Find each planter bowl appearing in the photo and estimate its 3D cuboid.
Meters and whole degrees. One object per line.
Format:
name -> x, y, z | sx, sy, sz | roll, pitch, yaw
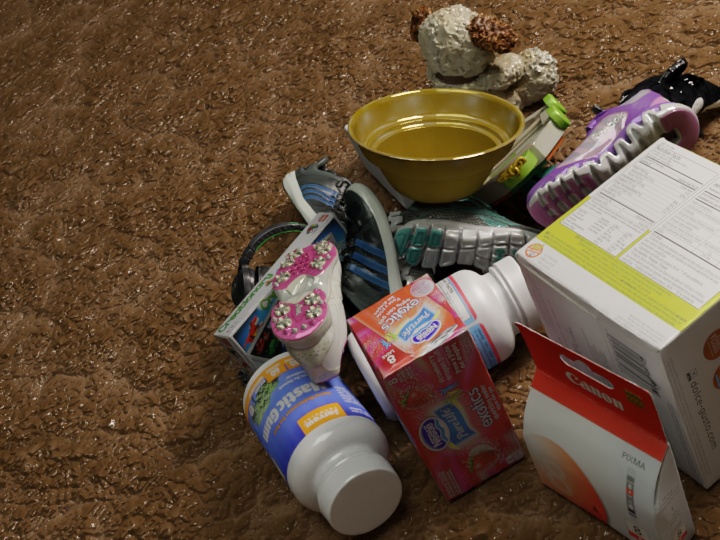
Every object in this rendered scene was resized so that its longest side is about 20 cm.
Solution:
planter bowl -> 0.087, -0.132, 1.383 | 0.199, 0.084, 0.201 | -3, 30, 2

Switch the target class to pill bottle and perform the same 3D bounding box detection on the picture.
pill bottle -> 0.094, 0.069, 1.303 | 0.199, 0.109, 0.109 | -29, 40, 0
pill bottle -> -0.038, 0.179, 1.262 | 0.112, 0.112, 0.200 | -35, 39, -7

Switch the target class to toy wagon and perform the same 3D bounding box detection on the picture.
toy wagon -> 0.185, -0.132, 1.443 | 0.155, 0.040, 0.200 | -44, 10, 17

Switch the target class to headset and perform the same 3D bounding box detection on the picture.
headset -> -0.097, 0.041, 1.441 | 0.201, 0.123, 0.094 | -64, 15, 3

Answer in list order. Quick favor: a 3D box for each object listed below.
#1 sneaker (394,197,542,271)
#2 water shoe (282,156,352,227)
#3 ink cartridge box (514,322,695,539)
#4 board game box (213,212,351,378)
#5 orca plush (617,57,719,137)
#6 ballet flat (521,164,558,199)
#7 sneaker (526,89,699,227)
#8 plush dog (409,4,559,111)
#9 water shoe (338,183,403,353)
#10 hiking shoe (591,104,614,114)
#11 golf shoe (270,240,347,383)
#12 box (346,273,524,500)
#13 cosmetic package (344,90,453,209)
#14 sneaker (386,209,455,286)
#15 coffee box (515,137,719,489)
sneaker -> 0.142, -0.046, 1.380 | 0.199, 0.078, 0.091 | 12, 46, 0
water shoe -> -0.040, -0.087, 1.558 | 0.079, 0.072, 0.200 | -35, 39, 0
ink cartridge box -> 0.205, 0.153, 1.075 | 0.050, 0.200, 0.162 | -43, 41, -16
board game box -> -0.064, 0.046, 1.403 | 0.035, 0.126, 0.200 | 5, 48, 52
orca plush -> 0.373, -0.205, 1.391 | 0.199, 0.071, 0.105 | -7, 41, -25
ballet flat -> 0.263, -0.068, 1.383 | 0.070, 0.068, 0.200 | -24, 40, -15
sneaker -> 0.263, -0.124, 1.311 | 0.200, 0.080, 0.089 | -36, 41, 12
plush dog -> 0.134, -0.268, 1.581 | 0.199, 0.172, 0.161 | 15, 57, 39
water shoe -> 0.000, 0.000, 1.376 | 0.079, 0.201, 0.071 | -13, -7, -15
hiking shoe -> 0.303, -0.120, 1.382 | 0.100, 0.076, 0.200 | 10, 37, 1
golf shoe -> -0.050, 0.042, 1.303 | 0.075, 0.092, 0.200 | -17, 29, 15
box -> 0.076, 0.116, 1.191 | 0.095, 0.200, 0.100 | -30, 40, -4
cosmetic package -> 0.059, -0.157, 1.552 | 0.101, 0.071, 0.200 | -30, 25, -2
sneaker -> 0.086, -0.017, 1.430 | 0.090, 0.067, 0.200 | -23, 38, 11
coffee box -> 0.304, 0.034, 1.143 | 0.198, 0.200, 0.200 | -38, 40, -12
